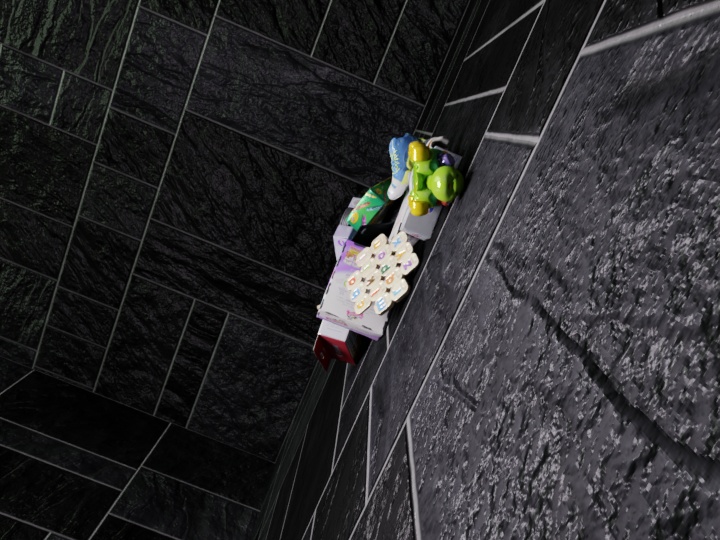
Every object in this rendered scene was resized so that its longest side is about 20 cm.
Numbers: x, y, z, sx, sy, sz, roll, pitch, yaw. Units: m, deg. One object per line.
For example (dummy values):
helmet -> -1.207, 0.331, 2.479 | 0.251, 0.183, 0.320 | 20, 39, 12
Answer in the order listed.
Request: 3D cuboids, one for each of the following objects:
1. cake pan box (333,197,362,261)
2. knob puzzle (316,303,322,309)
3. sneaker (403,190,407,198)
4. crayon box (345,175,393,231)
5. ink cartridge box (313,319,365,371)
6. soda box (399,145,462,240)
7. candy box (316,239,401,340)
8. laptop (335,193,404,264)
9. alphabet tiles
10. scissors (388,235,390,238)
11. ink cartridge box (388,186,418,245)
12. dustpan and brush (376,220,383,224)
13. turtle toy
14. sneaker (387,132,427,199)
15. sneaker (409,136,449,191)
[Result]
cake pan box -> -0.019, -0.088, 1.750 | 0.200, 0.052, 0.185 | 83, -159, -46
knob puzzle -> -0.029, 0.096, 1.760 | 0.220, 0.219, 0.031 | 131, 126, -79
sneaker -> 0.122, -0.176, 1.773 | 0.201, 0.074, 0.081 | -66, 12, -7
crayon box -> 0.048, -0.186, 1.652 | 0.119, 0.058, 0.200 | -50, -5, 30
ink cartridge box -> -0.049, 0.184, 1.655 | 0.200, 0.084, 0.176 | 72, -145, -62
soda box -> 0.157, -0.172, 1.341 | 0.063, 0.068, 0.201 | 155, 136, -85
candy box -> 0.004, 0.049, 1.479 | 0.072, 0.167, 0.201 | 118, 173, -69
laptop -> 0.026, -0.115, 1.618 | 0.177, 0.103, 0.200 | -53, 18, 46
alphabet tiles -> 0.049, 0.007, 1.369 | 0.196, 0.015, 0.200 | -42, 42, 19
scissors -> 0.110, -0.124, 1.592 | 0.014, 0.073, 0.201 | 10, -87, -53
ink cartridge box -> 0.132, -0.135, 1.482 | 0.117, 0.067, 0.201 | 123, 169, -68
dustpan and brush -> 0.039, -0.069, 1.801 | 0.200, 0.057, 0.140 | -54, -32, -71
turtle toy -> 0.152, -0.185, 1.212 | 0.200, 0.101, 0.146 | -89, -2, -73
sneaker -> 0.101, -0.275, 1.535 | 0.200, 0.105, 0.076 | -55, 0, -26
sneaker -> 0.169, -0.233, 1.409 | 0.079, 0.078, 0.201 | -20, 55, 47
